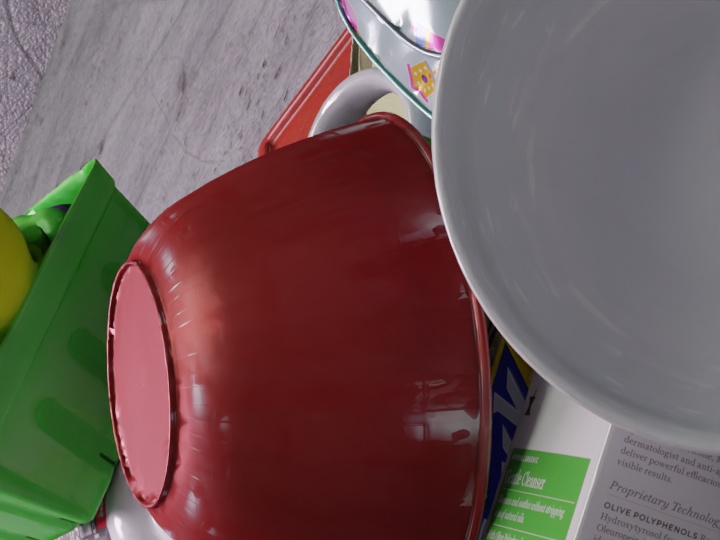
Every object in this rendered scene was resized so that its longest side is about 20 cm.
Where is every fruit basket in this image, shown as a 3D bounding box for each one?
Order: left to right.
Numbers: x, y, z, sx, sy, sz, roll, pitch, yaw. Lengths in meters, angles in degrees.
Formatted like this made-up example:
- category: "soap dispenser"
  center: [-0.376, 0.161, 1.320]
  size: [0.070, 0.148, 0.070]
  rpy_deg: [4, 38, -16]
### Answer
- category: "fruit basket"
  center: [-0.209, 0.027, 1.237]
  size: [0.155, 0.215, 0.216]
  rpy_deg: [-31, 42, 56]

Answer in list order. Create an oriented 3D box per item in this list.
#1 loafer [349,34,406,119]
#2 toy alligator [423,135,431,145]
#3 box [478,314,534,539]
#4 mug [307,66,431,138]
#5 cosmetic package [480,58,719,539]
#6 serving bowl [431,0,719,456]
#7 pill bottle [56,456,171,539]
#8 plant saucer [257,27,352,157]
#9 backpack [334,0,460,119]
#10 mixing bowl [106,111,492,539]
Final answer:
- category: "loafer"
  center: [0.030, -0.135, 1.239]
  size: [0.068, 0.075, 0.201]
  rpy_deg: [54, -140, -53]
- category: "toy alligator"
  center: [0.025, -0.005, 0.957]
  size: [0.200, 0.059, 0.054]
  rpy_deg: [-103, 34, -68]
- category: "box"
  center: [0.071, 0.065, 0.964]
  size: [0.064, 0.070, 0.201]
  rpy_deg: [159, 129, -72]
- category: "mug"
  center: [0.000, 0.000, 1.118]
  size: [0.175, 0.147, 0.201]
  rpy_deg: [-4, 78, 62]
- category: "cosmetic package"
  center: [0.118, 0.034, 0.822]
  size: [0.108, 0.085, 0.201]
  rpy_deg: [167, 121, -76]
- category: "serving bowl"
  center: [0.123, -0.039, 0.737]
  size: [0.066, 0.199, 0.201]
  rpy_deg: [58, -130, -81]
- category: "pill bottle"
  center: [-0.097, 0.135, 1.277]
  size: [0.200, 0.110, 0.111]
  rpy_deg: [149, 139, -65]
- category: "plant saucer"
  center: [-0.003, -0.092, 1.373]
  size: [0.200, 0.037, 0.200]
  rpy_deg: [-53, 19, 21]
- category: "backpack"
  center: [0.072, -0.157, 1.037]
  size: [0.176, 0.153, 0.200]
  rpy_deg: [45, 132, 28]
- category: "mixing bowl"
  center: [-0.036, 0.040, 0.901]
  size: [0.200, 0.108, 0.201]
  rpy_deg: [176, 90, -71]
